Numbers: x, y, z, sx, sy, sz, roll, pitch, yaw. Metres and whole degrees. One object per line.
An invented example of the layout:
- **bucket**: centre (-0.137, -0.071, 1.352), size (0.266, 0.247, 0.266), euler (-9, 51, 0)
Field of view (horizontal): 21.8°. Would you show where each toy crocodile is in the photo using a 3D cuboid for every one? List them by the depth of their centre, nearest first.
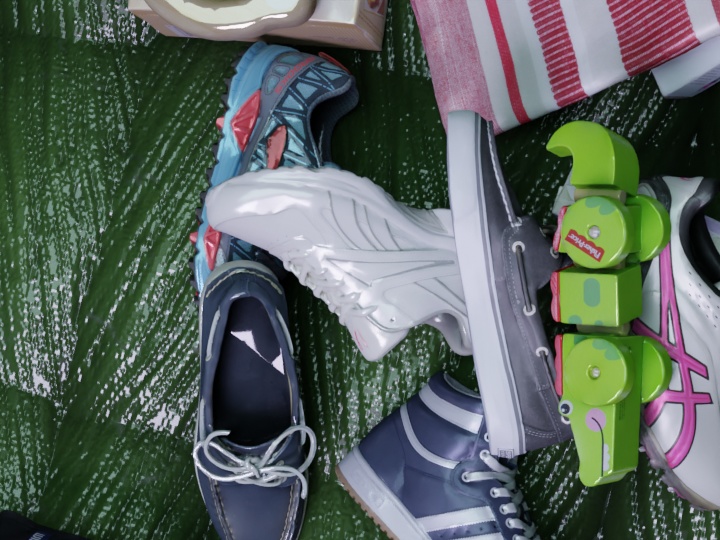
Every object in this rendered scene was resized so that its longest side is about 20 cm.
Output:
- **toy crocodile**: centre (0.131, 0.018, 1.028), size (0.062, 0.067, 0.201), euler (2, 95, 32)

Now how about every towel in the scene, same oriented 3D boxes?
- **towel**: centre (0.118, -0.174, 1.141), size (0.200, 0.023, 0.145), euler (-22, 78, 32)

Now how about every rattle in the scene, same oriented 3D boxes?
- **rattle**: centre (-0.123, -0.207, 1.109), size (0.199, 0.143, 0.131), euler (14, 105, 8)

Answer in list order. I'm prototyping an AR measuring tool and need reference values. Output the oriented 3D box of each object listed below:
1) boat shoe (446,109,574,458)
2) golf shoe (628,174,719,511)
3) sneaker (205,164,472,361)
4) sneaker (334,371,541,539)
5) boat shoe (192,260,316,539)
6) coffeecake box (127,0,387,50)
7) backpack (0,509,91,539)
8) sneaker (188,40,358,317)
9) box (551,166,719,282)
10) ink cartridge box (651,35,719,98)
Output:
- **boat shoe**: centre (0.091, 0.005, 1.068), size (0.066, 0.070, 0.201), euler (-9, 86, 3)
- **golf shoe**: centre (0.192, 0.043, 1.077), size (0.092, 0.073, 0.201), euler (-15, 100, 28)
- **sneaker**: centre (0.000, 0.000, 1.115), size (0.199, 0.078, 0.100), euler (15, 76, -13)
- **sneaker**: centre (0.086, 0.148, 1.119), size (0.200, 0.070, 0.109), euler (44, 97, 18)
- **boat shoe**: centre (-0.065, 0.096, 1.139), size (0.075, 0.062, 0.201), euler (1, 106, -6)
- **coffeecake box**: centre (-0.054, -0.252, 1.204), size (0.153, 0.073, 0.201), euler (6, 85, 15)
- **backpack**: centre (-0.181, 0.256, 1.120), size (0.190, 0.200, 0.155), euler (0, 114, 7)
- **sneaker**: centre (-0.049, -0.044, 1.174), size (0.095, 0.079, 0.201), euler (9, 86, 13)
- **box**: centre (0.211, -0.008, 1.121), size (0.200, 0.041, 0.039), euler (26, 92, 15)
- **ink cartridge box**: centre (0.224, -0.234, 1.105), size (0.200, 0.043, 0.197), euler (-30, 75, 36)
